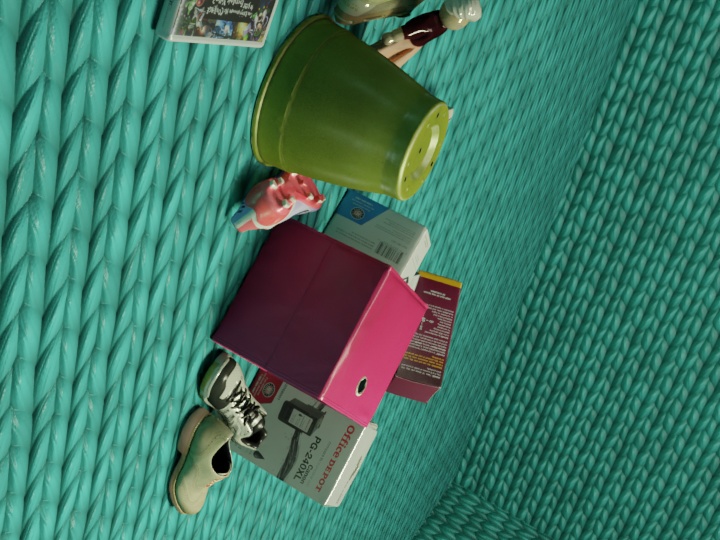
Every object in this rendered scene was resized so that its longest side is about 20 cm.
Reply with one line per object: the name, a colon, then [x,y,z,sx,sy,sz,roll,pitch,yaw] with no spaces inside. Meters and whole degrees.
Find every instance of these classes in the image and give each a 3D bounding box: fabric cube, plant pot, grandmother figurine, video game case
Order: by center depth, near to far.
video game case: [-0.120,-0.314,1.102,0.200,0.023,0.184,-23,137,-67]
plant pot: [-0.001,-0.182,1.365,0.201,0.191,0.201,-54,162,-27]
grandmother figurine: [0.073,-0.307,1.447,0.198,0.061,0.121,-24,-168,34]
fabric cube: [-0.050,0.074,1.556,0.201,0.198,0.196,-61,154,-8]

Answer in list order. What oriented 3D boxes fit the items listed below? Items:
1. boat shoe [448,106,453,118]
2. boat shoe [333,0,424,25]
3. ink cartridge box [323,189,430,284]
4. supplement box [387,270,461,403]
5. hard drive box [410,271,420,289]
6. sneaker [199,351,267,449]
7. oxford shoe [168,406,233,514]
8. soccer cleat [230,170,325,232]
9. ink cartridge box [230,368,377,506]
boat shoe: [0.101,-0.222,1.826,0.200,0.074,0.094,-28,134,-65]
boat shoe: [0.028,-0.352,1.425,0.063,0.073,0.200,-52,172,28]
ink cartridge box: [0.000,0.000,1.730,0.202,0.144,0.084,-60,164,-11]
supplement box: [0.110,0.118,1.966,0.111,0.084,0.203,117,-12,-68]
hard drive box: [0.000,0.084,1.901,0.155,0.077,0.202,-10,127,-45]
sneaker: [-0.172,0.189,1.591,0.076,0.087,0.201,-53,159,-25]
oxford shoe: [-0.227,0.291,1.599,0.071,0.073,0.202,-45,156,-46]
soccer cleat: [-0.105,-0.091,1.443,0.076,0.067,0.200,-30,-179,17]
ink cartridge box: [-0.093,0.258,1.737,0.147,0.198,0.083,-61,164,-5]
